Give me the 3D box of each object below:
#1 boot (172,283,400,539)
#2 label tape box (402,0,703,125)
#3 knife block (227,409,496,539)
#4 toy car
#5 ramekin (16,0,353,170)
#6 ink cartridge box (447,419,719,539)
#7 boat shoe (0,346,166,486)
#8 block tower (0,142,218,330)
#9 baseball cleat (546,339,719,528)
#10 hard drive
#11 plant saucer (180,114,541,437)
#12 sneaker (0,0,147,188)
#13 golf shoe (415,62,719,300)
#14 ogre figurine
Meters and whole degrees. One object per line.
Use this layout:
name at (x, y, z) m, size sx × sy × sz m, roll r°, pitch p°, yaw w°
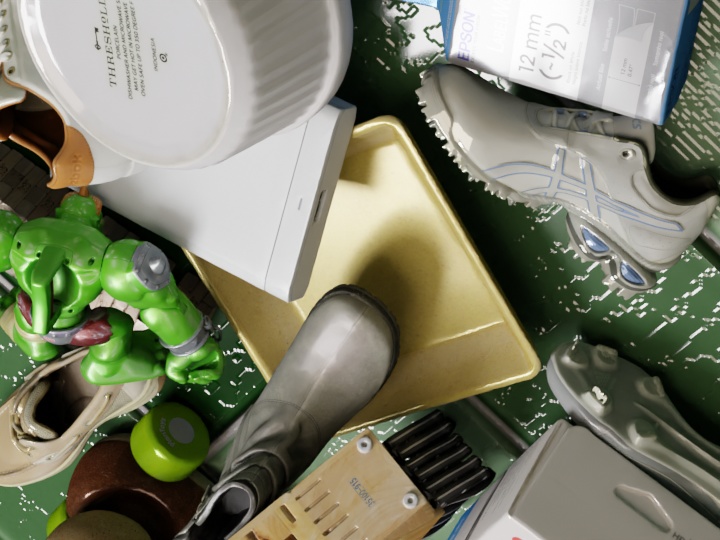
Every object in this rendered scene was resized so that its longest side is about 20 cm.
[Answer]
boot at (-0.048, 0.110, 1.384) m, size 0.067 × 0.131 × 0.200 m, roll 34°, pitch 129°, yaw 1°
label tape box at (0.099, -0.182, 1.225) m, size 0.199 × 0.066 × 0.144 m, roll 17°, pitch 127°, yaw 13°
knife block at (-0.003, 0.172, 1.424) m, size 0.064 × 0.200 × 0.176 m, roll 50°, pitch 175°, yaw 16°
toy car at (-0.171, 0.224, 1.534) m, size 0.158 × 0.200 × 0.164 m, roll 41°, pitch 129°, yaw -5°
ramekin at (-0.110, -0.150, 1.243) m, size 0.201 × 0.094 × 0.204 m, roll 22°, pitch 134°, yaw 25°
ink cartridge box at (0.138, 0.201, 1.409) m, size 0.146 × 0.085 × 0.200 m, roll 35°, pitch 151°, yaw 1°
boat shoe at (-0.225, 0.101, 1.549) m, size 0.199 × 0.065 × 0.073 m, roll -32°, pitch 75°, yaw 36°
block tower at (-0.196, -0.009, 1.486) m, size 0.199 × 0.054 × 0.058 m, roll 33°, pitch 128°, yaw 1°
baseball cleat at (0.190, 0.131, 1.388) m, size 0.199 × 0.070 × 0.107 m, roll 37°, pitch 135°, yaw 3°
hard drive at (-0.105, -0.081, 1.365) m, size 0.199 × 0.027 × 0.133 m, roll 27°, pitch 115°, yaw 25°
plant saucer at (0.000, 0.000, 1.403) m, size 0.199 × 0.049 × 0.201 m, roll -19°, pitch 112°, yaw 34°
sneaker at (-0.212, -0.136, 1.346) m, size 0.201 × 0.084 × 0.073 m, roll 55°, pitch 145°, yaw 23°
golf shoe at (0.127, -0.075, 1.275) m, size 0.199 × 0.079 × 0.097 m, roll 34°, pitch 124°, yaw -21°
ogre figurine at (-0.188, 0.015, 1.400) m, size 0.199 × 0.098 × 0.120 m, roll 29°, pitch 145°, yaw 19°
